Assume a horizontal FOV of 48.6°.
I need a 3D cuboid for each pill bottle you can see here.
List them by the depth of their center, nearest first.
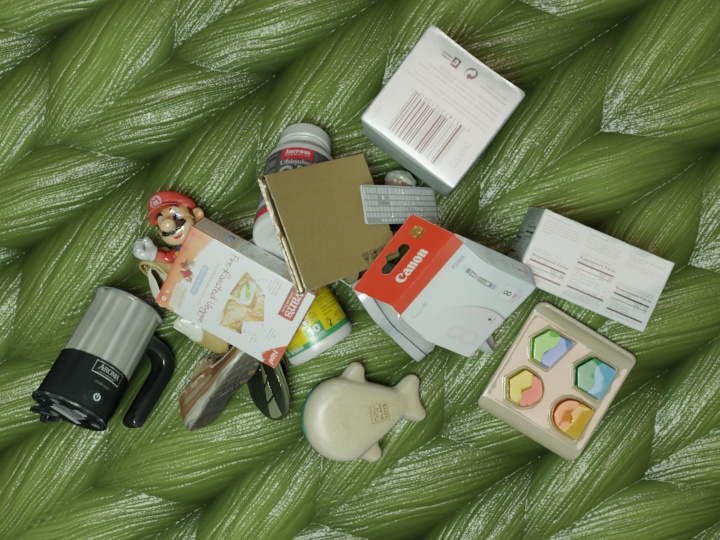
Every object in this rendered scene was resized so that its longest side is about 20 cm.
[{"bbox_3d":[-0.093,-0.120,1.187,0.111,0.111,0.200,4,54,1],"label":"pill bottle"},{"bbox_3d":[-0.108,0.035,1.232,0.113,0.113,0.200,-31,92,3],"label":"pill bottle"}]

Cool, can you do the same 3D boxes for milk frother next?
[{"bbox_3d":[-0.418,0.149,1.242,0.200,0.181,0.188,4,55,29],"label":"milk frother"}]

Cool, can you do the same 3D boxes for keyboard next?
[{"bbox_3d":[0.062,-0.098,1.192,0.011,0.200,0.056,-3,91,35],"label":"keyboard"}]

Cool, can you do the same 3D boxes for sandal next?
[{"bbox_3d":[-0.144,0.136,1.261,0.080,0.057,0.201,-22,79,41],"label":"sandal"}]

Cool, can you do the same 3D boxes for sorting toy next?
[{"bbox_3d":[0.313,0.178,1.267,0.185,0.036,0.200,31,93,0],"label":"sorting toy"}]

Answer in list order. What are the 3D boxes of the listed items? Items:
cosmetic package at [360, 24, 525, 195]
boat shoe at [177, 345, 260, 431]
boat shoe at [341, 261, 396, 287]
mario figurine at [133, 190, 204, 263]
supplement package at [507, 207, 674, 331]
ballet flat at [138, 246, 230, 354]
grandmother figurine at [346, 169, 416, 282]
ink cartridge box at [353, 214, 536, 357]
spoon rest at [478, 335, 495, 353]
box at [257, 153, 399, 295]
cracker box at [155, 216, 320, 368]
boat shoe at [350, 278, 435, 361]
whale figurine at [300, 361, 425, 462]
[{"bbox_3d":[0.115,-0.225,1.169,0.165,0.200,0.165,37,94,0],"label":"cosmetic package"},{"bbox_3d":[-0.227,0.165,1.240,0.200,0.076,0.072,-49,66,22],"label":"boat shoe"},{"bbox_3d":[0.000,0.000,1.249,0.200,0.068,0.075,29,93,0],"label":"boat shoe"},{"bbox_3d":[-0.264,-0.030,1.203,0.123,0.106,0.200,-28,85,-29],"label":"mario figurine"},{"bbox_3d":[0.333,-0.007,1.197,0.200,0.156,0.111,24,96,0],"label":"supplement package"},{"bbox_3d":[-0.283,0.057,1.258,0.200,0.063,0.069,56,137,3],"label":"ballet flat"},{"bbox_3d":[0.020,-0.083,1.215,0.121,0.061,0.200,50,60,-21],"label":"grandmother figurine"},{"bbox_3d":[0.115,0.027,1.107,0.200,0.057,0.163,20,128,-24],"label":"ink cartridge box"},{"bbox_3d":[0.162,0.037,1.240,0.061,0.099,0.200,-31,83,15],"label":"spoon rest"},{"bbox_3d":[-0.039,-0.071,1.107,0.021,0.200,0.164,-19,91,45],"label":"box"},{"bbox_3d":[-0.174,0.032,1.143,0.200,0.058,0.134,29,111,-2],"label":"cracker box"},{"bbox_3d":[0.058,0.063,1.216,0.065,0.074,0.200,-40,134,5],"label":"boat shoe"},{"bbox_3d":[0.001,0.221,1.259,0.200,0.104,0.159,-14,92,-22],"label":"whale figurine"}]
